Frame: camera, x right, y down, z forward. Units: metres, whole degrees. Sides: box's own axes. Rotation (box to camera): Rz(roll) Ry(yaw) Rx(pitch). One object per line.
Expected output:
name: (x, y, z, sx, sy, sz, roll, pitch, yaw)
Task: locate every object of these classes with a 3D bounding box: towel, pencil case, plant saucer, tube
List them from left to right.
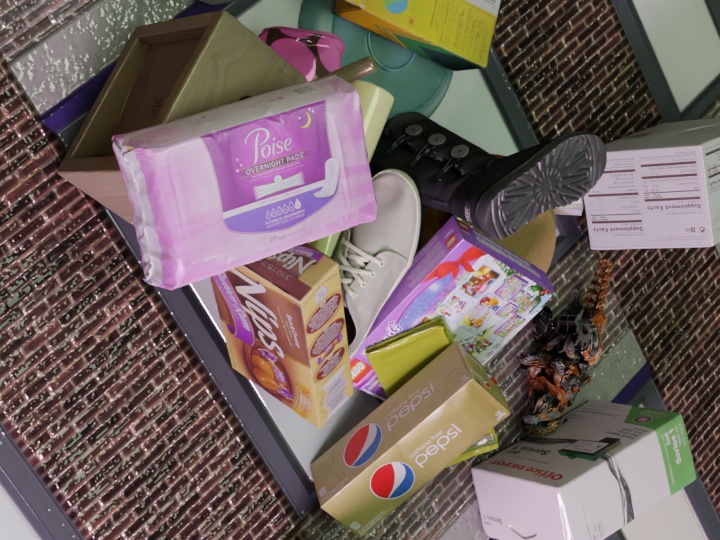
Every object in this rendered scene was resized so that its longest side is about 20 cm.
pencil case: (-0.077, -0.128, 1.341, 0.093, 0.091, 0.202, 12, 83, 1)
tube: (-0.025, -0.083, 1.374, 0.058, 0.051, 0.202, 45, 65, -77)
plant saucer: (0.026, -0.232, 1.444, 0.199, 0.027, 0.202, -3, 95, -36)
towel: (0.075, 0.131, 1.448, 0.085, 0.018, 0.201, -24, 132, 3)

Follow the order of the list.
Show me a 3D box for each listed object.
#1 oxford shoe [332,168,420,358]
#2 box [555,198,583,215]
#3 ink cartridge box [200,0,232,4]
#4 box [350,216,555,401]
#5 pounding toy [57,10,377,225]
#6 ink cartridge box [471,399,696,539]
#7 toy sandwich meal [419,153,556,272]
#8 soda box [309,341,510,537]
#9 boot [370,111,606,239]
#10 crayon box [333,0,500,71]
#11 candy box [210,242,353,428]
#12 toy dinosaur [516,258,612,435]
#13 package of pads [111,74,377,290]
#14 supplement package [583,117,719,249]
oxford shoe: (0.000, 0.000, 1.355, 0.201, 0.075, 0.058, -65, 161, 11)
box: (0.160, -0.095, 1.544, 0.199, 0.041, 0.039, 11, 86, -38)
ink cartridge box: (-0.176, -0.333, 1.250, 0.199, 0.084, 0.146, 14, 84, -38)
box: (0.077, 0.052, 1.420, 0.136, 0.039, 0.200, 28, 116, -34)
pounding toy: (-0.124, -0.132, 1.240, 0.142, 0.183, 0.201, 36, 72, -32)
ink cartridge box: (0.241, 0.222, 1.559, 0.199, 0.146, 0.085, -23, 105, -34)
toy sandwich meal: (0.121, -0.024, 1.481, 0.204, 0.070, 0.207, -23, 133, -27)
soda box: (0.047, 0.165, 1.397, 0.200, 0.068, 0.064, -42, 121, 12)
boot: (0.115, -0.109, 1.392, 0.164, 0.199, 0.066, -27, 122, -28)
crayon box: (0.052, -0.291, 1.411, 0.199, 0.051, 0.128, 20, 81, -36)
candy box: (-0.070, 0.043, 1.277, 0.056, 0.116, 0.201, -45, 152, -25)
toy dinosaur: (0.224, 0.078, 1.589, 0.136, 0.101, 0.202, 44, 49, -46)
package of pads: (-0.090, -0.073, 1.135, 0.199, 0.075, 0.122, -20, 111, -27)
supplement package: (0.364, -0.100, 1.603, 0.199, 0.155, 0.112, -20, 104, -47)
